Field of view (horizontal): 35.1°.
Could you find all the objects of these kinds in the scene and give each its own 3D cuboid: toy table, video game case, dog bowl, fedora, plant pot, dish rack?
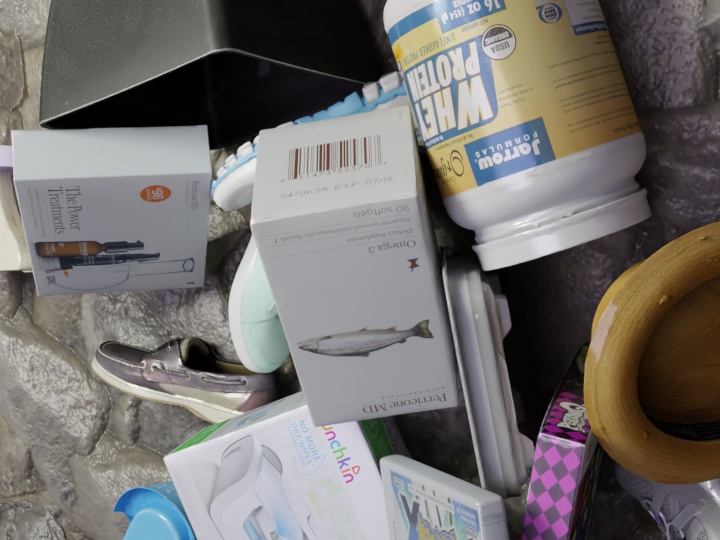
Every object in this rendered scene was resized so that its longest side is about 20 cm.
[{"bbox_3d":[-0.364,-0.056,1.107,0.200,0.184,0.117,-1,88,59],"label":"toy table"},{"bbox_3d":[0.063,0.232,0.798,0.200,0.022,0.183,176,86,-73],"label":"video game case"},{"bbox_3d":[-0.208,0.297,1.157,0.111,0.050,0.200,37,118,20],"label":"dog bowl"},{"bbox_3d":[0.221,0.044,0.759,0.082,0.200,0.201,-138,51,-59],"label":"fedora"},{"bbox_3d":[-0.125,-0.211,0.900,0.200,0.199,0.178,-14,81,35],"label":"plant pot"},{"bbox_3d":[0.093,0.071,0.832,0.043,0.200,0.172,-10,97,6],"label":"dish rack"},{"bbox_3d":[0.144,0.174,0.814,0.036,0.181,0.200,12,108,17],"label":"video game case"}]

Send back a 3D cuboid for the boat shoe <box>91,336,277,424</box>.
[{"bbox_3d":[-0.161,0.093,1.065,0.200,0.072,0.065,17,105,25],"label":"boat shoe"}]

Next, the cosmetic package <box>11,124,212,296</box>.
[{"bbox_3d":[-0.204,-0.046,0.958,0.200,0.150,0.052,108,154,-61],"label":"cosmetic package"}]

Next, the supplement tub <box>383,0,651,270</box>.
[{"bbox_3d":[0.111,-0.113,0.786,0.144,0.145,0.200,-18,91,35],"label":"supplement tub"}]

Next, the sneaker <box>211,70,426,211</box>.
[{"bbox_3d":[-0.020,-0.081,0.885,0.200,0.075,0.087,-25,85,9],"label":"sneaker"}]

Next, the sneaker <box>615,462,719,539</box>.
[{"bbox_3d":[0.236,0.191,0.780,0.082,0.075,0.200,-43,38,-5],"label":"sneaker"}]

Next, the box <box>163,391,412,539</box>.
[{"bbox_3d":[-0.037,0.207,0.963,0.176,0.097,0.200,-21,92,17],"label":"box"}]

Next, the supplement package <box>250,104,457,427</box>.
[{"bbox_3d":[0.000,0.000,0.839,0.117,0.117,0.200,-10,128,6],"label":"supplement package"}]

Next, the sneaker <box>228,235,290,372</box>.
[{"bbox_3d":[-0.040,0.012,0.956,0.118,0.074,0.201,26,112,32],"label":"sneaker"}]
